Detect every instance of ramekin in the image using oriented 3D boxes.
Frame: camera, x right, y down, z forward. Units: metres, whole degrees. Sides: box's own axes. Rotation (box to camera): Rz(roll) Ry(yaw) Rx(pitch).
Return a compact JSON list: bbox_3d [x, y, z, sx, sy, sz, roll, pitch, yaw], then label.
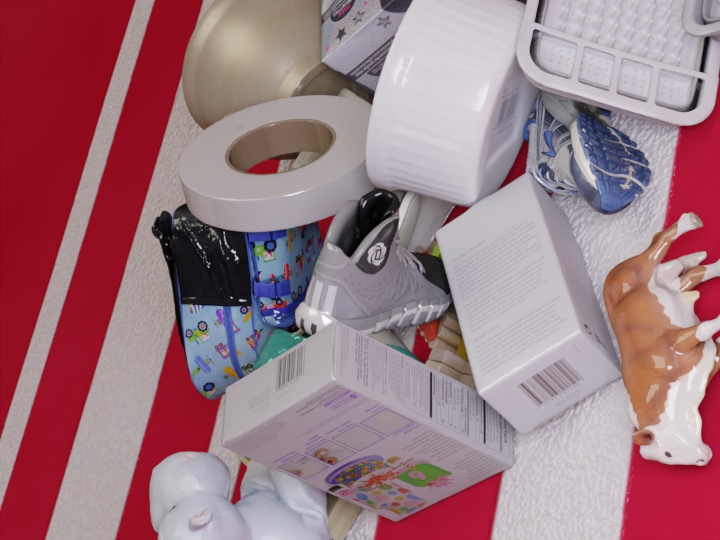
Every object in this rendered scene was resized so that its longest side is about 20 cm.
[{"bbox_3d":[0.089,-0.152,1.590,0.097,0.201,0.201,21,79,16],"label":"ramekin"}]

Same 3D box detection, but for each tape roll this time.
[{"bbox_3d":[-0.072,-0.103,1.715,0.202,0.037,0.203,-10,31,6],"label":"tape roll"}]

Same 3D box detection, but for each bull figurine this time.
[{"bbox_3d":[0.236,0.051,1.367,0.121,0.065,0.200,-40,38,22],"label":"bull figurine"}]

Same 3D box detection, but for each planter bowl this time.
[{"bbox_3d":[-0.067,-0.197,1.914,0.135,0.200,0.201,39,98,40],"label":"planter bowl"}]

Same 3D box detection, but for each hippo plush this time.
[{"bbox_3d":[-0.115,0.240,1.592,0.159,0.160,0.201,-54,40,40],"label":"hippo plush"}]

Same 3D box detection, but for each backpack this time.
[{"bbox_3d":[-0.108,0.021,1.786,0.134,0.201,0.183,-1,13,16],"label":"backpack"}]

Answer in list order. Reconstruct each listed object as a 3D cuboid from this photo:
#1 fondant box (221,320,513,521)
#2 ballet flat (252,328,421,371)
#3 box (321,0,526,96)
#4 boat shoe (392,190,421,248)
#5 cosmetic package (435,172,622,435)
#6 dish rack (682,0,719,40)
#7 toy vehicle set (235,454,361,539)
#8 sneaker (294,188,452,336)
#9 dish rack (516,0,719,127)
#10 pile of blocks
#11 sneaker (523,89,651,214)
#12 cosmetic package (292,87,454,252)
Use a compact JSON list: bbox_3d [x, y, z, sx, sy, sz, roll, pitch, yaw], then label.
[{"bbox_3d":[0.007,0.128,1.500,0.144,0.200,0.058,-32,43,38],"label":"fondant box"},{"bbox_3d":[-0.008,0.076,1.644,0.199,0.067,0.071,2,66,31],"label":"ballet flat"},{"bbox_3d":[0.069,-0.267,1.810,0.200,0.132,0.115,-37,38,33],"label":"box"},{"bbox_3d":[-0.001,0.001,1.689,0.072,0.060,0.202,-38,-26,-59],"label":"boat shoe"},{"bbox_3d":[0.136,0.025,1.508,0.101,0.071,0.200,-33,40,18],"label":"cosmetic package"},{"bbox_3d":[0.358,-0.268,1.470,0.200,0.043,0.172,-12,55,47],"label":"dish rack"},{"bbox_3d":[-0.039,0.159,1.711,0.125,0.026,0.200,-60,31,0],"label":"toy vehicle set"},{"bbox_3d":[0.028,-0.014,1.508,0.075,0.200,0.116,23,113,26],"label":"sneaker"},{"bbox_3d":[0.222,-0.215,1.540,0.044,0.171,0.201,112,173,-65],"label":"dish rack"},{"bbox_3d":[0.078,0.028,1.618,0.082,0.062,0.200,-47,34,21],"label":"pile of blocks"},{"bbox_3d":[0.186,-0.093,1.567,0.085,0.077,0.200,-56,22,24],"label":"sneaker"},{"bbox_3d":[0.018,-0.098,1.800,0.104,0.073,0.200,-56,31,6],"label":"cosmetic package"}]
